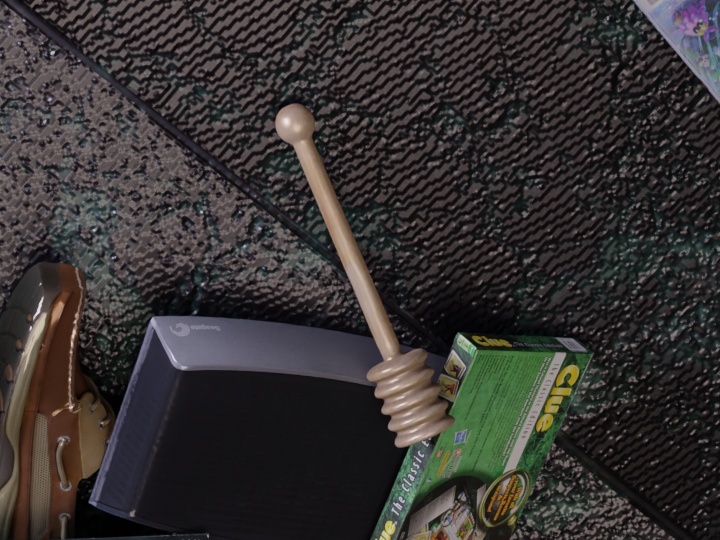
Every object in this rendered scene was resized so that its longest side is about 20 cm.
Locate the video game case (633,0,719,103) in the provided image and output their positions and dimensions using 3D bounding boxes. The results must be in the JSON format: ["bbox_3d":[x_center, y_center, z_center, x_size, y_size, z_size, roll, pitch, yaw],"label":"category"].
[{"bbox_3d":[0.246,-0.195,1.302,0.200,0.024,0.182,-41,113,8],"label":"video game case"}]

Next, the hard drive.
[{"bbox_3d":[-0.045,0.099,1.344,0.199,0.042,0.136,9,112,-31],"label":"hard drive"}]

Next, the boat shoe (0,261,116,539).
[{"bbox_3d":[-0.177,0.088,1.333,0.073,0.076,0.201,7,120,-18],"label":"boat shoe"}]

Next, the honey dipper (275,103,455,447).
[{"bbox_3d":[0.000,0.000,1.310,0.038,0.038,0.201,-22,93,1],"label":"honey dipper"}]

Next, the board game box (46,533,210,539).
[{"bbox_3d":[-0.194,0.191,1.341,0.198,0.028,0.135,0,152,-16],"label":"board game box"}]

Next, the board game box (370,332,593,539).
[{"bbox_3d":[0.061,0.130,1.386,0.104,0.023,0.201,6,114,-42],"label":"board game box"}]
